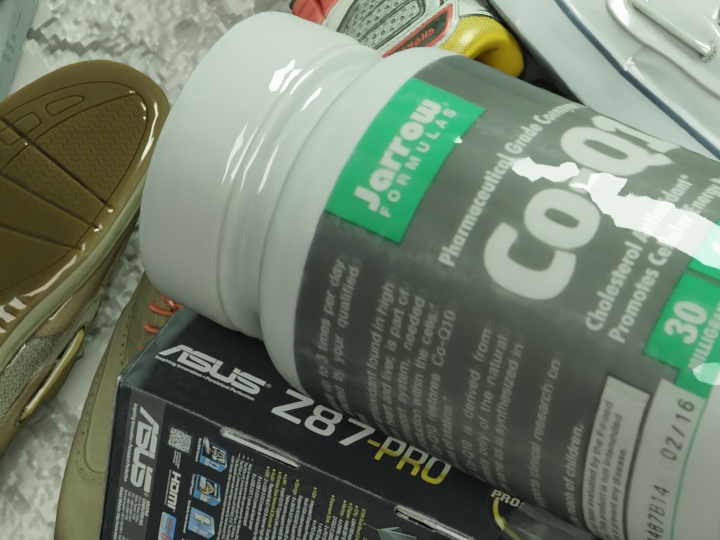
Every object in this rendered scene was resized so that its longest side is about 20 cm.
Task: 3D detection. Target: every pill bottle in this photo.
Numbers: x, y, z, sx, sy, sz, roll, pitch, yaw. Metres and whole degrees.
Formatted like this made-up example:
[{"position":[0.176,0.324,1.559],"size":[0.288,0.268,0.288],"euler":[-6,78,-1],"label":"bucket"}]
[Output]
[{"position":[0.041,0.003,0.854],"size":[0.199,0.113,0.114],"euler":[24,87,22],"label":"pill bottle"}]

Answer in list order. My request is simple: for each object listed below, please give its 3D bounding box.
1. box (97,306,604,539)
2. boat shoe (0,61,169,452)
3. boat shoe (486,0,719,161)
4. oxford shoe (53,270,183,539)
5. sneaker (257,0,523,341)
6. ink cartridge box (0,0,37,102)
[{"position":[-0.011,0.126,0.949],"size":[0.160,0.049,0.201],"euler":[24,132,16],"label":"box"},{"position":[-0.132,0.017,1.039],"size":[0.072,0.065,0.201],"euler":[28,79,23],"label":"boat shoe"},{"position":[0.106,-0.063,0.941],"size":[0.065,0.074,0.200],"euler":[-43,59,3],"label":"boat shoe"},{"position":[-0.063,0.022,1.021],"size":[0.070,0.075,0.201],"euler":[22,85,20],"label":"oxford shoe"},{"position":[0.000,0.000,0.962],"size":[0.082,0.078,0.201],"euler":[19,101,45],"label":"sneaker"},{"position":[-0.190,-0.148,1.090],"size":[0.161,0.050,0.201],"euler":[16,88,13],"label":"ink cartridge box"}]
